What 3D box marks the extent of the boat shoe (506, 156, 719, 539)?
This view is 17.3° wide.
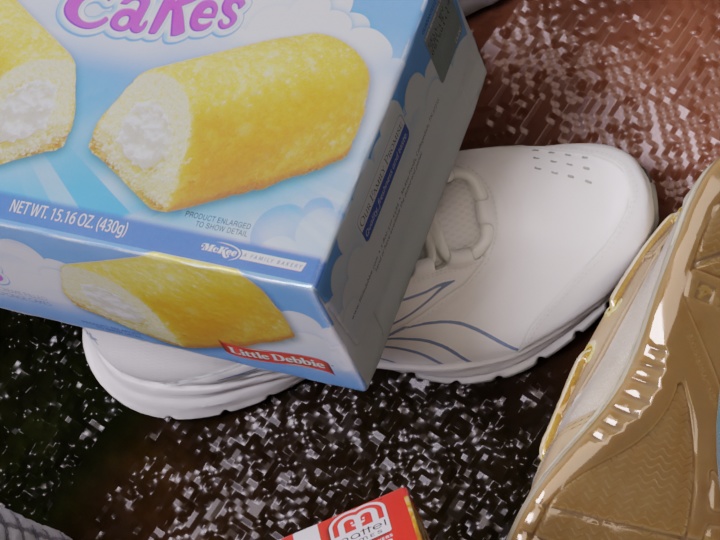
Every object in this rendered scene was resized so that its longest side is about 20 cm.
[{"bbox_3d":[0.095,0.057,0.747,0.073,0.069,0.201,28,86,-1],"label":"boat shoe"}]

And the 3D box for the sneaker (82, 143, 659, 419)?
[{"bbox_3d":[0.000,0.000,0.768,0.199,0.087,0.075,-16,71,3],"label":"sneaker"}]

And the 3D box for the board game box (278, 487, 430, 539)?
[{"bbox_3d":[-0.017,0.181,0.681,0.151,0.046,0.201,-22,114,2],"label":"board game box"}]

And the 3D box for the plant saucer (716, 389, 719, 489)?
[{"bbox_3d":[0.203,0.049,0.684,0.199,0.027,0.202,-1,79,7],"label":"plant saucer"}]

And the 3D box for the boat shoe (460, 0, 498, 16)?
[{"bbox_3d":[-0.009,-0.117,0.811,0.199,0.066,0.072,-22,72,3],"label":"boat shoe"}]

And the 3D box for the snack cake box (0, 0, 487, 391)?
[{"bbox_3d":[-0.075,-0.046,0.721,0.199,0.067,0.116,11,65,22],"label":"snack cake box"}]

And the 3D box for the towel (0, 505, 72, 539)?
[{"bbox_3d":[-0.146,0.163,0.707,0.085,0.166,0.201,-13,72,14],"label":"towel"}]
